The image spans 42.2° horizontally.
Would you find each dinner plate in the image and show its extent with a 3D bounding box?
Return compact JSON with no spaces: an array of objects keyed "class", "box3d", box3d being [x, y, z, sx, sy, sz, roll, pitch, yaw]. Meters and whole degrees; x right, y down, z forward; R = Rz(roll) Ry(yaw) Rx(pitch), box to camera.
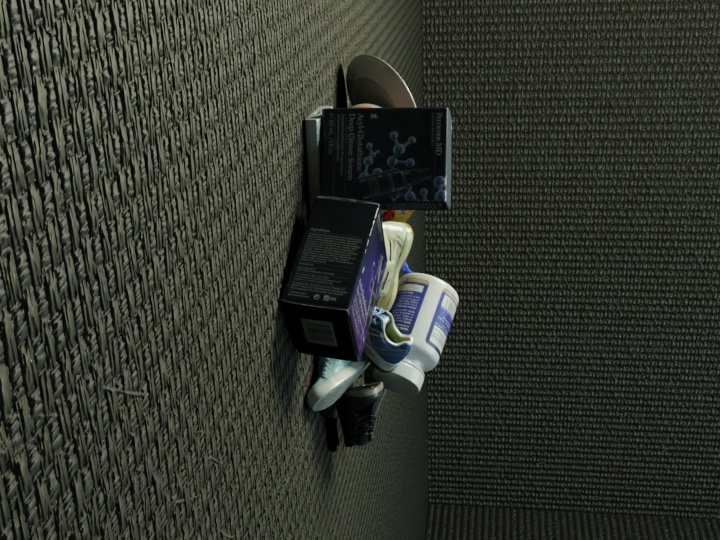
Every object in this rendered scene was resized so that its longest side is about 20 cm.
[{"class":"dinner plate","box3d":[0.034,-0.312,1.766,0.024,0.200,0.201,-35,141,-25]}]

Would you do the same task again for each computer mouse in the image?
[{"class":"computer mouse","box3d":[-0.047,0.256,1.666,0.059,0.034,0.200,-82,169,-45]}]

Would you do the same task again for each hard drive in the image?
[{"class":"hard drive","box3d":[-0.063,-0.159,1.527,0.132,0.026,0.201,-66,156,-69]}]

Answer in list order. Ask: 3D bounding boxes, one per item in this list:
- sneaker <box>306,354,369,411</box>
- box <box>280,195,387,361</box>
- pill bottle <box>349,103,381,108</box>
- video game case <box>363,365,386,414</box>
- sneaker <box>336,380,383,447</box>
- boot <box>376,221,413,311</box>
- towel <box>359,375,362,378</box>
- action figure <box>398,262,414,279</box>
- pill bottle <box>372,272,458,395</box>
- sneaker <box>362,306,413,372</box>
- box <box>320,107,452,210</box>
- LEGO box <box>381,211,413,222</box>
[{"class":"sneaker","box3d":[-0.050,0.166,1.573,0.200,0.082,0.074,-36,159,-57]},{"class":"box","box3d":[-0.034,0.012,1.402,0.148,0.104,0.200,78,24,-54]},{"class":"pill bottle","box3d":[0.003,-0.199,1.682,0.110,0.109,0.200,81,13,-49]},{"class":"video game case","box3d":[0.042,0.164,1.873,0.183,0.022,0.200,-93,-162,-50]},{"class":"sneaker","box3d":[0.007,0.258,1.666,0.200,0.075,0.107,136,-58,-74]},{"class":"boot","box3d":[0.000,0.000,1.650,0.154,0.072,0.201,9,105,-43]},{"class":"towel","box3d":[-0.011,0.115,1.890,0.200,0.034,0.133,80,13,-50]},{"class":"action figure","box3d":[0.065,-0.010,1.811,0.200,0.065,0.099,57,8,-15]},{"class":"pill bottle","box3d":[0.095,0.117,1.696,0.120,0.119,0.200,77,32,-59]},{"class":"sneaker","box3d":[0.009,0.080,1.578,0.200,0.077,0.076,44,33,-9]},{"class":"box","box3d":[0.043,-0.175,1.478,0.107,0.199,0.149,19,71,-81]},{"class":"LEGO box","box3d":[0.080,-0.168,1.900,0.200,0.077,0.149,125,-12,-66]}]
